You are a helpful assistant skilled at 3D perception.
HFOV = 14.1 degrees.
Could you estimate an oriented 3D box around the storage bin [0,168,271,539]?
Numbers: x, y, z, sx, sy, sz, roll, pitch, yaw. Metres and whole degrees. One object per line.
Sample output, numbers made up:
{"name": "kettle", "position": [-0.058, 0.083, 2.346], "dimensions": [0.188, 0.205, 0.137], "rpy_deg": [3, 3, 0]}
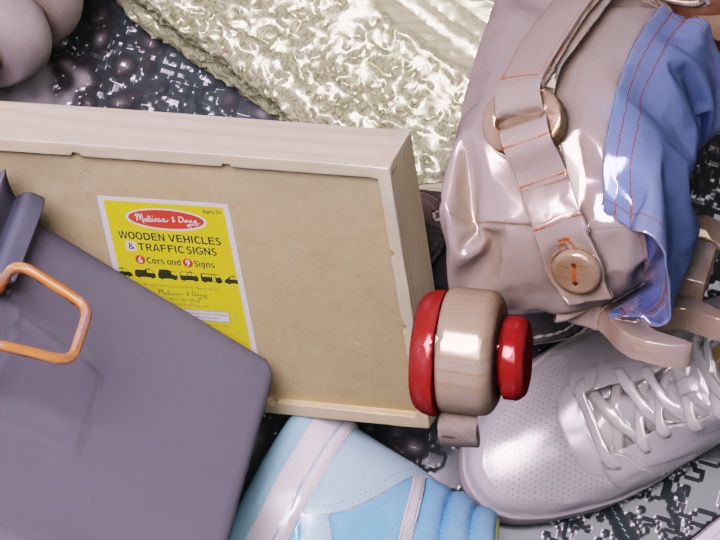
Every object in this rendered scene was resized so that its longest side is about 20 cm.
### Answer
{"name": "storage bin", "position": [-0.114, 0.075, 1.100], "dimensions": [0.134, 0.146, 0.201], "rpy_deg": [25, 41, -11]}

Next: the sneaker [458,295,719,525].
{"name": "sneaker", "position": [0.130, 0.041, 1.162], "dimensions": [0.199, 0.116, 0.074], "rpy_deg": [-24, 82, -1]}

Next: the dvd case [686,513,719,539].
{"name": "dvd case", "position": [0.218, 0.139, 1.187], "dimensions": [0.200, 0.025, 0.151], "rpy_deg": [-38, 81, -4]}

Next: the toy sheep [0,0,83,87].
{"name": "toy sheep", "position": [-0.166, -0.150, 1.203], "dimensions": [0.137, 0.138, 0.201], "rpy_deg": [15, 75, 5]}

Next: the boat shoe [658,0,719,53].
{"name": "boat shoe", "position": [0.080, -0.153, 1.182], "dimensions": [0.199, 0.072, 0.076], "rpy_deg": [25, 71, 6]}

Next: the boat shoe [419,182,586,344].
{"name": "boat shoe", "position": [0.000, -0.001, 1.189], "dimensions": [0.200, 0.066, 0.072], "rpy_deg": [13, 114, 9]}

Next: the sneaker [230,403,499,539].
{"name": "sneaker", "position": [-0.008, 0.162, 1.156], "dimensions": [0.130, 0.080, 0.201], "rpy_deg": [24, 74, 6]}

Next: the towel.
{"name": "towel", "position": [0.001, -0.125, 1.236], "dimensions": [0.200, 0.036, 0.149], "rpy_deg": [36, 84, 8]}

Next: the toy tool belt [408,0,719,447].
{"name": "toy tool belt", "position": [0.096, -0.023, 1.096], "dimensions": [0.122, 0.125, 0.201], "rpy_deg": [5, 48, 13]}

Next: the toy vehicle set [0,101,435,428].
{"name": "toy vehicle set", "position": [-0.069, -0.003, 1.156], "dimensions": [0.199, 0.125, 0.027], "rpy_deg": [5, 36, 19]}
